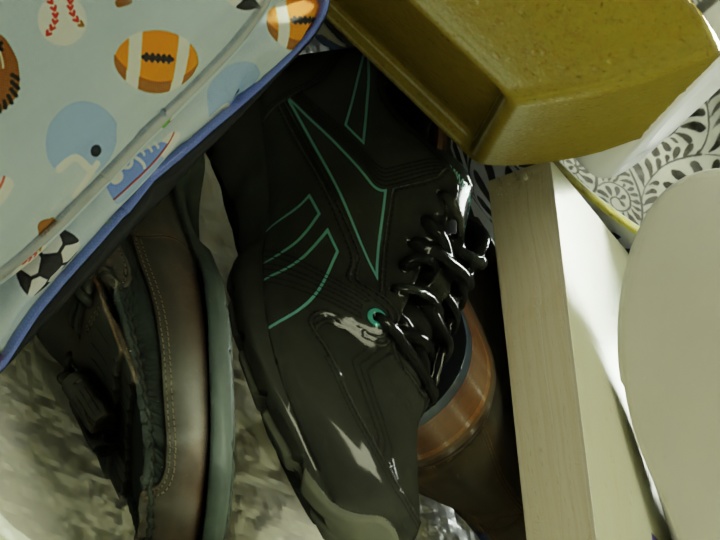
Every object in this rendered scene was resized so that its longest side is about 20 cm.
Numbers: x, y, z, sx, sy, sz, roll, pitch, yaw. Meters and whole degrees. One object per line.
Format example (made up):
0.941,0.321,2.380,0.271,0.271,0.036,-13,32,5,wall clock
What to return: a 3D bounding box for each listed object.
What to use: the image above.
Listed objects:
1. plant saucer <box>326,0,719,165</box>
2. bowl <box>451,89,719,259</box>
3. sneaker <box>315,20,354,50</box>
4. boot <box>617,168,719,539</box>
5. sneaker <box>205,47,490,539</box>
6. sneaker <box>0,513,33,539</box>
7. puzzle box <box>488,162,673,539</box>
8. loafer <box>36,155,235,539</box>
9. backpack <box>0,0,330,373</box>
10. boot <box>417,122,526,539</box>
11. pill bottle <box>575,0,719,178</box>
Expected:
0.005,-0.103,0.855,0.200,0.048,0.200,44,-4,2,plant saucer
0.096,-0.054,1.113,0.200,0.094,0.202,21,46,-23,bowl
0.001,-0.162,1.135,0.077,0.085,0.201,22,42,-36,sneaker
0.134,0.070,0.980,0.090,0.072,0.201,20,62,-73,boot
0.000,0.000,0.906,0.076,0.079,0.201,65,10,-49,sneaker
-0.095,0.116,0.752,0.199,0.077,0.089,33,48,-15,sneaker
0.088,0.079,0.971,0.133,0.025,0.201,47,32,-49,puzzle box
-0.077,0.009,0.893,0.062,0.072,0.201,3,42,-13,loafer
-0.124,-0.079,0.765,0.190,0.154,0.200,45,75,-5,backpack
0.022,0.013,1.014,0.097,0.074,0.201,52,20,-37,boot
0.054,-0.138,0.999,0.200,0.111,0.111,47,32,6,pill bottle
